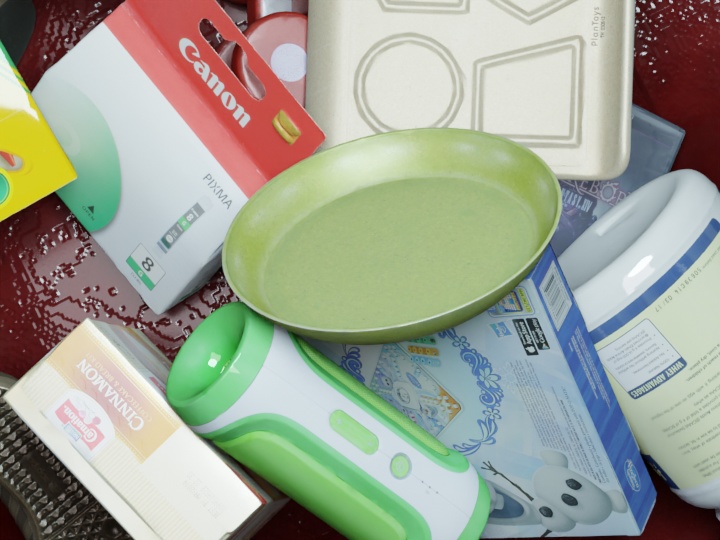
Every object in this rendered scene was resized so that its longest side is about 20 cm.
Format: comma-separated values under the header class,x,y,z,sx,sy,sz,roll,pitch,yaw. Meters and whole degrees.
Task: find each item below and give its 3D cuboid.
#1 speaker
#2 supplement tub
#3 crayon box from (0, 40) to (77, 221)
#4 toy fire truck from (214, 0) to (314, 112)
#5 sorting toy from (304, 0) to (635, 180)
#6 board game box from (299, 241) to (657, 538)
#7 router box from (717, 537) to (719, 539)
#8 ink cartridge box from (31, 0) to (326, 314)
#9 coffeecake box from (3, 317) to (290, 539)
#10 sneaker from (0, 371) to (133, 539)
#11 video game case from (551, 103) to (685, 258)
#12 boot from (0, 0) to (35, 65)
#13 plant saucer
class,x,y,z,sx,sy,sz,roll,pitch,yaw
speaker,-0.017,0.102,1.606,0.200,0.088,0.088,38,90,-26
supplement tub,0.215,0.054,1.678,0.145,0.145,0.200,-42,100,1
crayon box,-0.305,-0.086,1.696,0.200,0.058,0.173,-30,100,-4
toy fire truck,-0.010,-0.165,1.746,0.168,0.112,0.200,-2,88,-14
sorting toy,0.067,-0.149,1.670,0.200,0.036,0.185,2,88,4
board game box,0.056,0.078,1.660,0.199,0.043,0.200,-5,125,31
router box,0.304,0.161,1.647,0.150,0.200,0.062,-42,100,1
ink cartridge box,-0.125,-0.084,1.709,0.050,0.200,0.161,-35,83,-38
coffeecake box,-0.126,0.110,1.684,0.073,0.200,0.154,-44,85,1
sneaker,-0.195,0.145,1.760,0.070,0.076,0.200,-29,107,-5
video game case,0.114,-0.023,1.725,0.143,0.019,0.200,23,89,-32
boot,-0.293,-0.106,1.784,0.075,0.074,0.200,28,85,24
plant saucer,0.020,-0.015,1.576,0.200,0.200,0.031,-12,125,4
